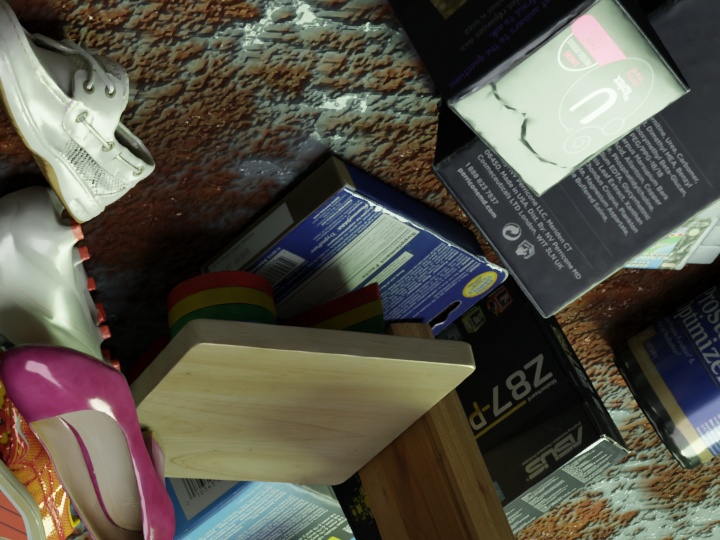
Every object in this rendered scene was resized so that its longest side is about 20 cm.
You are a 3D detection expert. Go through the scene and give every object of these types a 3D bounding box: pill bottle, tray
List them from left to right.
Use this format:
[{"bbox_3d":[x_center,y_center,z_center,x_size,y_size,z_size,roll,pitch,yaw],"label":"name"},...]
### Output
[{"bbox_3d":[0.043,0.145,1.602,0.037,0.200,0.099,0,142,-31],"label":"tray"},{"bbox_3d":[0.302,0.055,1.796,0.200,0.112,0.112,-33,146,7],"label":"pill bottle"}]

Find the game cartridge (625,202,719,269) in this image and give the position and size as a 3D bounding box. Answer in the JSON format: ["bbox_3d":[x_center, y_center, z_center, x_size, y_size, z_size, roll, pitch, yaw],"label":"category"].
[{"bbox_3d":[0.201,-0.054,1.655,0.200,0.038,0.130,2,132,-36],"label":"game cartridge"}]

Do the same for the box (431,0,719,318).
[{"bbox_3d":[0.155,-0.095,1.404,0.200,0.197,0.118,-36,101,12],"label":"box"}]

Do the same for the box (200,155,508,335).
[{"bbox_3d":[0.000,0.000,1.586,0.121,0.032,0.200,-39,143,19],"label":"box"}]

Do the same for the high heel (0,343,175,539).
[{"bbox_3d":[-0.168,0.120,1.447,0.067,0.096,0.200,-8,149,11],"label":"high heel"}]

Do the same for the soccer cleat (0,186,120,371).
[{"bbox_3d":[-0.198,0.025,1.461,0.077,0.069,0.200,-16,138,-6],"label":"soccer cleat"}]

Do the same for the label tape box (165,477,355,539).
[{"bbox_3d":[-0.082,0.189,1.752,0.144,0.063,0.200,-37,147,14],"label":"label tape box"}]

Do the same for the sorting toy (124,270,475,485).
[{"bbox_3d":[-0.061,0.068,1.554,0.199,0.070,0.199,6,150,-28],"label":"sorting toy"}]

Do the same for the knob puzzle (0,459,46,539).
[{"bbox_3d":[-0.290,0.167,1.510,0.219,0.031,0.220,4,136,4],"label":"knob puzzle"}]

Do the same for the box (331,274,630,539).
[{"bbox_3d":[0.072,0.118,1.678,0.200,0.161,0.049,-37,145,15],"label":"box"}]

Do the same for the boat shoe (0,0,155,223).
[{"bbox_3d":[-0.164,-0.100,1.316,0.069,0.071,0.200,-28,155,-1],"label":"boat shoe"}]

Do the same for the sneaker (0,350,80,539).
[{"bbox_3d":[-0.224,0.113,1.531,0.077,0.073,0.200,-45,154,-33],"label":"sneaker"}]

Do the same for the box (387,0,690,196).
[{"bbox_3d":[0.074,-0.162,1.273,0.106,0.200,0.122,-35,146,12],"label":"box"}]
